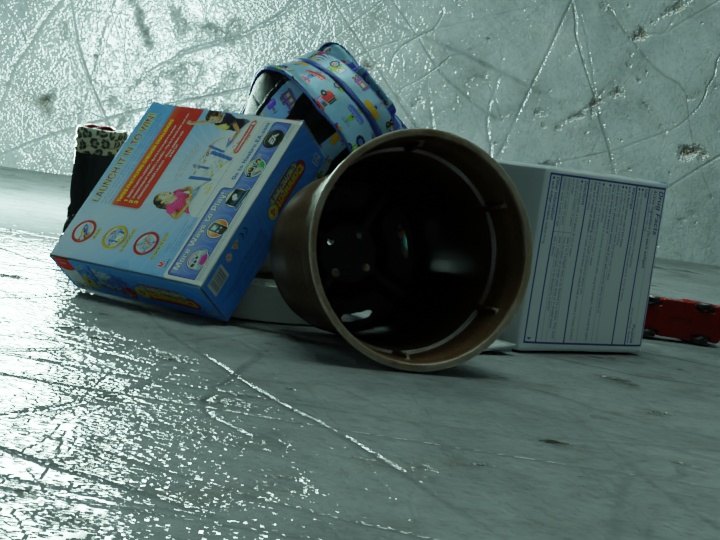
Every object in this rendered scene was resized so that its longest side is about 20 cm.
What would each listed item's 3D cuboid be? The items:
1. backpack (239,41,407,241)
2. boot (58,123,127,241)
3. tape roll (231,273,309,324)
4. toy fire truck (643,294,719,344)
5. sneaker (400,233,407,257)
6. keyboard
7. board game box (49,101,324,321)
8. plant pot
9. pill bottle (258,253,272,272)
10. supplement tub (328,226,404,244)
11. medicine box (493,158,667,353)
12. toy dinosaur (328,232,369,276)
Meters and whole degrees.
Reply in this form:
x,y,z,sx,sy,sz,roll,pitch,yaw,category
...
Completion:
x,y,z,sx,sy,sz,roll,pitch,yaw,category
-0.031,-0.146,1.619,0.135,0.183,0.200,-37,-8,-20,backpack
-0.301,-0.096,1.912,0.073,0.154,0.204,9,5,9,boot
-0.114,0.019,1.581,0.203,0.037,0.203,8,6,-1,tape roll
0.322,0.047,1.902,0.200,0.049,0.141,8,4,-7,toy fire truck
0.060,-0.007,1.848,0.078,0.091,0.200,7,5,-28,sneaker
0.065,0.058,1.569,0.056,0.011,0.200,4,6,-39,keyboard
-0.164,-0.061,1.509,0.196,0.200,0.056,11,-31,36,board game box
0.020,-0.015,1.395,0.200,0.200,0.198,6,-3,-19,plant pot
-0.138,-0.062,1.642,0.104,0.104,0.200,5,6,-33,pill bottle
0.014,-0.089,1.891,0.122,0.123,0.200,8,-13,-4,supplement tub
0.205,-0.014,1.627,0.200,0.182,0.103,4,7,-43,medicine box
0.000,0.000,1.756,0.135,0.086,0.200,13,7,-36,toy dinosaur
